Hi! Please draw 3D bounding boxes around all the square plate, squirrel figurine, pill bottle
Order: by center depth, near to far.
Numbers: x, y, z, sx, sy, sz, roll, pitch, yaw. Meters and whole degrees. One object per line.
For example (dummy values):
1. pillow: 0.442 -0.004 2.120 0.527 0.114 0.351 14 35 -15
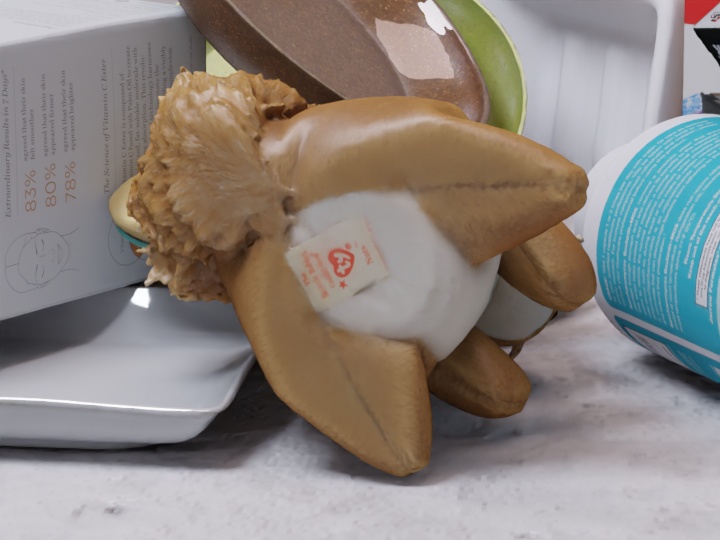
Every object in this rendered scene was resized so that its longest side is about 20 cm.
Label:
1. squirrel figurine: 0.003 -0.020 1.216 0.200 0.142 0.187 25 12 11
2. pill bottle: 0.167 -0.006 1.252 0.111 0.111 0.200 -7 15 -23
3. square plate: -0.136 0.041 1.256 0.200 0.028 0.198 1 13 10

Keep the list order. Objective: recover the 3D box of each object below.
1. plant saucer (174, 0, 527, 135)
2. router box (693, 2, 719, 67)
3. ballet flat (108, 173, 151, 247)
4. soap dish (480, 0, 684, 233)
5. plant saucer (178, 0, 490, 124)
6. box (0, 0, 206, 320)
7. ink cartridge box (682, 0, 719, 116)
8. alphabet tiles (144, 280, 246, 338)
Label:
1. plant saucer: -0.018 -0.075 1.441 0.200 0.031 0.200 -1 52 2
2. router box: 0.236 -0.060 1.224 0.051 0.149 0.200 -42 14 -9
3. ballet flat: -0.012 -0.036 1.318 0.200 0.063 0.069 6 35 -15
4. soap dish: 0.126 -0.082 1.491 0.081 0.157 0.200 1 10 -32
5. plant saucer: -0.026 -0.122 1.377 0.200 0.037 0.200 35 24 -18
6. box: -0.169 -0.051 1.316 0.097 0.124 0.200 11 17 36
7. ink cartridge box: 0.208 -0.084 1.386 0.067 0.200 0.116 9 16 34
8. alphabet tiles: 0.000 0.000 1.410 0.200 0.015 0.196 7 22 31
